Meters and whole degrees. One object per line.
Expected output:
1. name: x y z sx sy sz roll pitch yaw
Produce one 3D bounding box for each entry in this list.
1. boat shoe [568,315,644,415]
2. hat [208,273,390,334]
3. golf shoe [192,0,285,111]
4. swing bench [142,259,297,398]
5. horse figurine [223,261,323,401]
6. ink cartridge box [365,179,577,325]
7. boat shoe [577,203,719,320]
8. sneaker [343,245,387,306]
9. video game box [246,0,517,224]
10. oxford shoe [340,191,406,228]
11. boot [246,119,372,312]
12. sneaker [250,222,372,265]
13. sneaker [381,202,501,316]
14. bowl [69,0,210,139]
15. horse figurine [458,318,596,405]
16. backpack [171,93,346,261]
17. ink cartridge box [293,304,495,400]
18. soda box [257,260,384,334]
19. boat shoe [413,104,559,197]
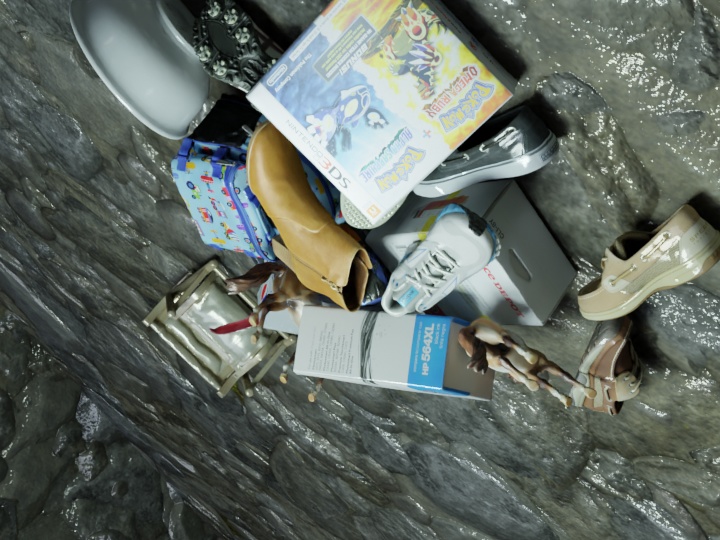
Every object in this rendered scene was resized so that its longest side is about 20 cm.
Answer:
1. boat shoe: 0.285 0.105 1.261 0.071 0.076 0.201 25 158 14
2. hat: -0.059 0.077 1.554 0.199 0.177 0.166 -1 134 54
3. golf shoe: -0.113 -0.225 1.255 0.200 0.077 0.088 48 -165 25
4. swing bench: -0.244 0.103 1.922 0.199 0.130 0.199 45 160 -13
5. horse figurine: -0.078 0.059 1.366 0.049 0.133 0.201 -12 124 42
6. ink cartridge box: 0.123 -0.016 1.261 0.146 0.084 0.199 51 154 -23
7. boat shoe: 0.270 -0.010 1.095 0.065 0.071 0.200 48 146 -3
8. sneaker: 0.000 0.000 1.350 0.077 0.077 0.200 10 -170 -18
9. video game box: 0.018 -0.172 1.075 0.182 0.047 0.200 42 119 -11
10. oxford shoe: 0.026 -0.134 1.161 0.074 0.058 0.202 7 122 -12
11. boot: -0.049 -0.058 1.230 0.143 0.070 0.203 31 144 38
12. sneaker: -0.080 -0.033 1.480 0.198 0.112 0.078 20 149 37
13. sneaker: 0.076 0.002 1.158 0.075 0.087 0.200 41 153 1
14. bowl: -0.235 -0.260 1.306 0.202 0.090 0.202 51 -164 -21
15. horse figurine: 0.164 0.096 1.212 0.199 0.050 0.132 27 -177 -44
16. backpack: -0.105 -0.103 1.371 0.198 0.135 0.184 15 140 30
17. ink cartridge box: 0.042 0.095 1.311 0.197 0.086 0.145 5 173 29
18. soda box: -0.032 0.047 1.470 0.197 0.064 0.069 12 131 -19
19. boat shoe: 0.113 -0.123 1.130 0.199 0.069 0.057 -9 124 51
